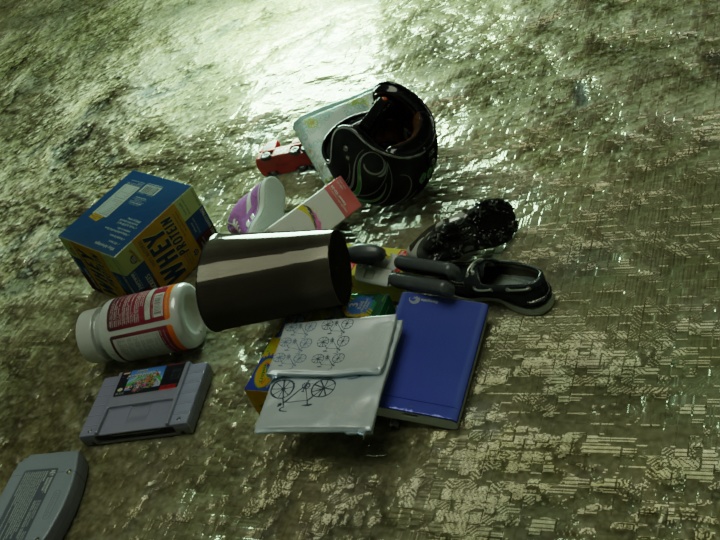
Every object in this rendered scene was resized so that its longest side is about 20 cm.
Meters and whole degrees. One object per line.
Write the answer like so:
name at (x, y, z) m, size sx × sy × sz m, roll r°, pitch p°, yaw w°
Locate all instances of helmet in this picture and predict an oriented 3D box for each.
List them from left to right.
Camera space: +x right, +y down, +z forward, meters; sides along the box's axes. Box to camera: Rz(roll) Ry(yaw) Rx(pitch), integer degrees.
helmet at (0.034, -0.206, 1.721) m, size 0.197 × 0.191 × 0.202 m, roll 6°, pitch 62°, yaw -11°

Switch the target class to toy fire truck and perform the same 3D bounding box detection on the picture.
toy fire truck at (-0.102, -0.259, 1.981) m, size 0.198 × 0.049 × 0.142 m, roll -9°, pitch 40°, yaw 23°

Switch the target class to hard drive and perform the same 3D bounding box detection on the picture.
hard drive at (0.095, 0.121, 1.393) m, size 0.130 × 0.026 × 0.201 m, roll 8°, pitch 50°, yaw 17°

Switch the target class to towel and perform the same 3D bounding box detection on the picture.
towel at (-0.009, -0.256, 1.878) m, size 0.198 × 0.048 × 0.172 m, roll -24°, pitch 52°, yaw -9°

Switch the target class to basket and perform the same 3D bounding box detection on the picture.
basket at (-0.122, 0.007, 1.487) m, size 0.197 × 0.137 × 0.181 m, roll -7°, pitch 28°, yaw 17°

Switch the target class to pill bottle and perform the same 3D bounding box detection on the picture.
pill bottle at (-0.365, 0.092, 1.663) m, size 0.198 × 0.110 × 0.110 m, roll -12°, pitch 38°, yaw 17°

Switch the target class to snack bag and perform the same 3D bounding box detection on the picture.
snack bag at (-0.048, 0.143, 1.369) m, size 0.186 × 0.022 × 0.201 m, roll -4°, pitch 44°, yaw 24°

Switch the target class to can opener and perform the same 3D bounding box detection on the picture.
can opener at (0.054, -0.003, 1.479) m, size 0.199 × 0.067 × 0.054 m, roll 10°, pitch 76°, yaw 46°

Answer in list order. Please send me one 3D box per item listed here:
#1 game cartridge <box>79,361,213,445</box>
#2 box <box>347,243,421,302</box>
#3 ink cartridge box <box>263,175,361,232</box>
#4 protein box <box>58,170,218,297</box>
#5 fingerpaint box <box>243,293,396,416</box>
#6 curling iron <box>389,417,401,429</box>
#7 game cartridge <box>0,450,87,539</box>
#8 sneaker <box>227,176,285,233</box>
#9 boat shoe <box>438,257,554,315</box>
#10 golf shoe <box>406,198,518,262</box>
game cartridge at (-0.337, 0.207, 1.573) m, size 0.198 × 0.039 × 0.131 m, roll -10°, pitch 44°, yaw 20°
box at (0.000, 0.000, 1.608) m, size 0.198 × 0.050 × 0.075 m, roll 9°, pitch 47°, yaw 36°
ink cartridge box at (-0.105, -0.068, 1.688) m, size 0.199 × 0.068 × 0.116 m, roll -39°, pitch 3°, yaw -21°
protein box at (-0.407, -0.059, 1.848) m, size 0.197 × 0.136 × 0.200 m, roll 16°, pitch 53°, yaw 42°
fingerpaint box at (-0.053, 0.125, 1.468) m, size 0.165 × 0.074 × 0.201 m, roll 0°, pitch 43°, yaw 30°
curling iron at (0.080, 0.139, 1.413) m, size 0.049 × 0.026 × 0.201 m, roll 3°, pitch 46°, yaw 30°
game cartridge at (-0.483, 0.358, 1.475) m, size 0.132 × 0.042 × 0.201 m, roll -5°, pitch 41°, yaw 19°
sneaker at (-0.197, -0.068, 1.807) m, size 0.114 × 0.073 × 0.202 m, roll -27°, pitch 37°, yaw 32°
boat shoe at (0.194, 0.010, 1.473) m, size 0.198 × 0.061 × 0.076 m, roll 9°, pitch 49°, yaw 37°
golf shoe at (0.156, -0.060, 1.551) m, size 0.198 × 0.079 × 0.094 m, roll -19°, pitch 7°, yaw -32°
